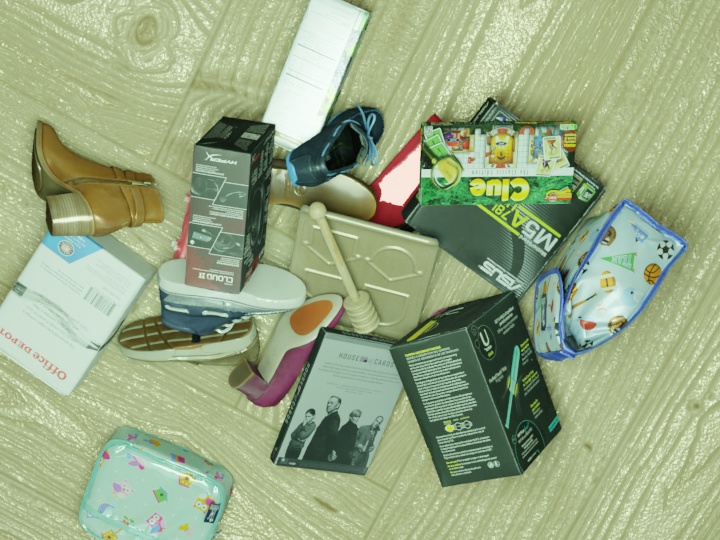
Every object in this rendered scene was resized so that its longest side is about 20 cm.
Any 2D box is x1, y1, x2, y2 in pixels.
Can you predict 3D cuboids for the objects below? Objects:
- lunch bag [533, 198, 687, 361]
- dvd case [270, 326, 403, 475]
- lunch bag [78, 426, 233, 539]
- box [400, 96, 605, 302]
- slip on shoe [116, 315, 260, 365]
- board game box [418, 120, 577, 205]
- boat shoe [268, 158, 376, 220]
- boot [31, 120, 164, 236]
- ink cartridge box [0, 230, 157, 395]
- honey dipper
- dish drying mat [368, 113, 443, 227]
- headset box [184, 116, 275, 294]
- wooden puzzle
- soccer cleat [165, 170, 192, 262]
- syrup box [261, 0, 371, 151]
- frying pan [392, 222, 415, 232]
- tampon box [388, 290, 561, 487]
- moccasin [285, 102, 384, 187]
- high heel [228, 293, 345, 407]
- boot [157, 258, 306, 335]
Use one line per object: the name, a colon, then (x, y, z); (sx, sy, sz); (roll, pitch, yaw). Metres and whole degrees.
lunch bag: (0.294, 0.024, 1.622); (0.123, 0.170, 0.201); (34, 84, 0)
dvd case: (-0.022, 0.179, 1.723); (0.149, 0.025, 0.202); (12, 108, -31)
lunch bag: (-0.283, 0.325, 1.788); (0.198, 0.077, 0.162); (24, 101, 0)
box: (0.186, -0.090, 1.669); (0.199, 0.048, 0.194); (35, 99, -18)
slip on shoe: (-0.234, 0.102, 1.756); (0.197, 0.077, 0.061); (-7, 132, 7)
board game box: (0.172, -0.135, 1.617); (0.197, 0.024, 0.106); (-2, 112, -6)
boat shoe: (-0.071, -0.113, 1.698); (0.198, 0.070, 0.071); (14, 111, 4)
boot: (-0.354, -0.123, 1.713); (0.153, 0.201, 0.074); (-7, 145, -24)
ink cartridge box: (-0.394, 0.044, 1.744); (0.144, 0.084, 0.201); (35, 100, -2)
honey dipper: (-0.024, -0.006, 1.644); (0.038, 0.038, 0.201); (-19, 122, 7)
dish drying mat: (0.060, -0.110, 1.717); (0.077, 0.018, 0.200); (41, 101, -5)
headset box: (-0.163, -0.075, 1.610); (0.076, 0.149, 0.202); (10, 112, 5)
wooden puzzle: (0.000, 0.000, 1.695); (0.183, 0.047, 0.201); (15, 134, 2)
soccer cleat: (-0.202, -0.074, 1.726); (0.076, 0.067, 0.202); (16, 99, -21)
syrup box: (-0.059, -0.256, 1.669); (0.081, 0.079, 0.202); (22, 101, 0)
frying pan: (0.112, -0.066, 1.705); (0.190, 0.031, 0.115); (-43, 109, 11)
tampon box: (0.152, 0.153, 1.670); (0.125, 0.150, 0.202); (-16, 98, 35)
moccasin: (-0.015, -0.152, 1.627); (0.068, 0.200, 0.081); (-5, 117, 35)
high heel: (-0.082, 0.109, 1.736); (0.199, 0.096, 0.068); (-36, 52, 15)
boot: (-0.170, 0.042, 1.702); (0.197, 0.073, 0.091); (9, 130, 5)
